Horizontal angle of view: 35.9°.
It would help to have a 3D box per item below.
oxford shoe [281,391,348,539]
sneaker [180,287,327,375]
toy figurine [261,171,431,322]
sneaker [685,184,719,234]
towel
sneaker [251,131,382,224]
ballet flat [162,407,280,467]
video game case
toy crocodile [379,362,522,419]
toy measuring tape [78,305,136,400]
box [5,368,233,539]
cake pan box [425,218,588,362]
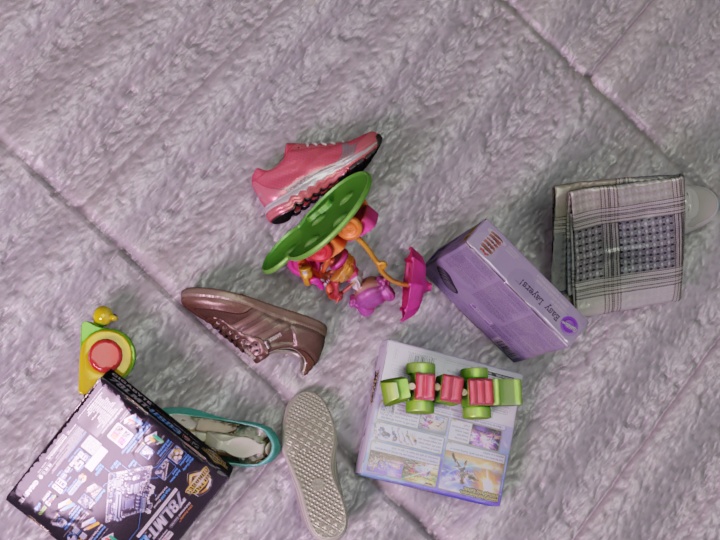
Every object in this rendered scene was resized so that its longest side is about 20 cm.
[{"bbox_3d":[-0.060,0.256,1.442,0.075,0.058,0.201,-10,68,-9],"label":"oxford shoe"},{"bbox_3d":[-0.142,0.078,1.443,0.199,0.070,0.076,16,78,-10],"label":"sneaker"},{"bbox_3d":[0.000,0.000,1.467,0.184,0.200,0.151,44,29,-19],"label":"toy figurine"},{"bbox_3d":[0.436,-0.094,1.610,0.198,0.081,0.077,-1,79,-15],"label":"sneaker"},{"bbox_3d":[0.360,-0.034,1.554,0.198,0.035,0.194,-6,111,-7],"label":"towel"},{"bbox_3d":[-0.059,-0.148,1.503,0.199,0.074,0.087,-34,85,-18],"label":"sneaker"},{"bbox_3d":[-0.196,0.210,1.406,0.198,0.070,0.068,8,81,-12],"label":"ballet flat"},{"bbox_3d":[0.106,0.206,1.493,0.199,0.045,0.183,15,75,-11],"label":"video game case"},{"bbox_3d":[0.120,0.157,1.451,0.198,0.062,0.068,6,78,-13],"label":"toy crocodile"},{"bbox_3d":[-0.317,0.145,1.393,0.073,0.074,0.202,2,86,-13],"label":"toy measuring tape"},{"bbox_3d":[-0.291,0.259,1.351,0.198,0.050,0.200,38,97,-6],"label":"box"},{"bbox_3d":[0.189,0.035,1.473,0.200,0.184,0.052,45,73,-2],"label":"cake pan box"}]
